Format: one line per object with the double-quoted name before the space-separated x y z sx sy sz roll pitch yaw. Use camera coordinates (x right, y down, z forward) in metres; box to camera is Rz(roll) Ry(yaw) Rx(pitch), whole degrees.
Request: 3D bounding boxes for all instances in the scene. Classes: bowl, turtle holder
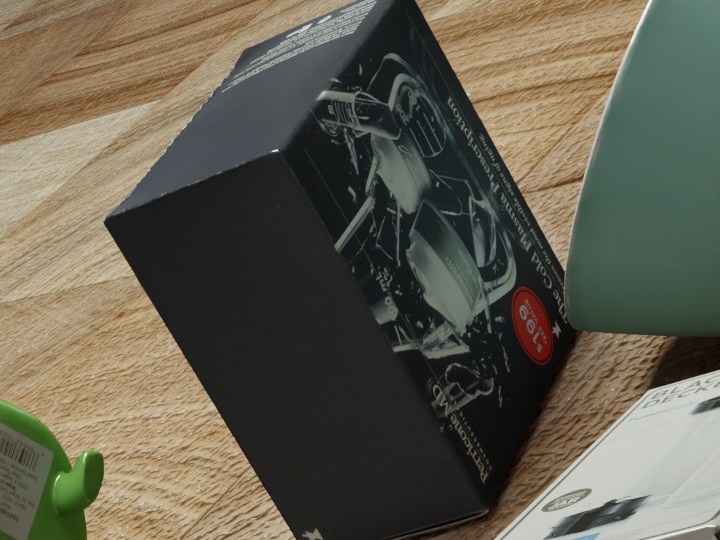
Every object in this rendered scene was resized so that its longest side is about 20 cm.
"bowl" 0.176 -0.051 1.146 0.105 0.201 0.201 20 40 17
"turtle holder" -0.214 0.157 1.299 0.141 0.186 0.131 -3 -6 -44

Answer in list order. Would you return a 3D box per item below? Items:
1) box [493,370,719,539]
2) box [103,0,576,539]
"box" 0.125 0.091 0.941 0.116 0.060 0.200 -19 8 34
"box" 0.000 0.000 1.229 0.104 0.200 0.182 -19 22 31
